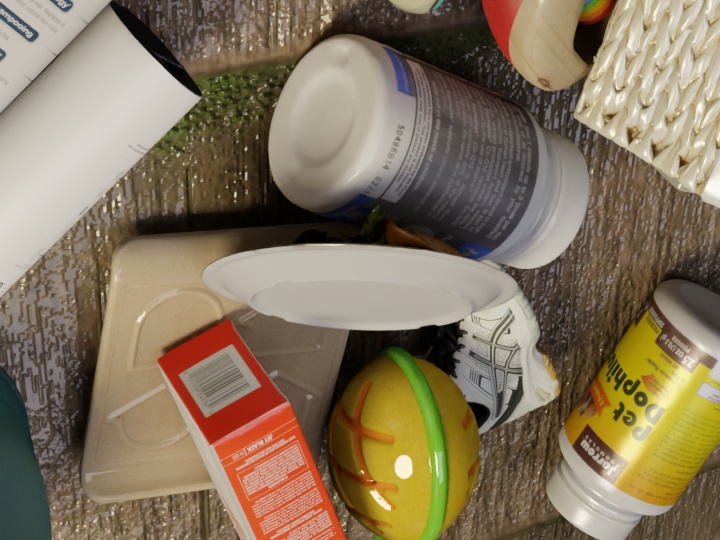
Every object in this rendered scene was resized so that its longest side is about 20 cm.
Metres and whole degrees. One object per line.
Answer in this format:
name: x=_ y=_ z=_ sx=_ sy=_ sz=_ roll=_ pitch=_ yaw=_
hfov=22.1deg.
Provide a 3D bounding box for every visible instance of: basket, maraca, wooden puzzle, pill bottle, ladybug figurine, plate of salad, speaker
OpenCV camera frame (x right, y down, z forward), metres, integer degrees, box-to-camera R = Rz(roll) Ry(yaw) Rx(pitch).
basket: x=0.235 y=-0.161 z=1.167 sx=0.135 sy=0.123 sz=0.201 roll=-30 pitch=145 yaw=-61
maraca: x=0.027 y=0.142 z=1.333 sx=0.106 sy=0.138 sz=0.201 roll=-7 pitch=142 yaw=-17
wooden puzzle: x=-0.098 y=0.057 z=1.263 sx=0.184 sy=0.046 sz=0.201 roll=-5 pitch=123 yaw=-28
pill bottle: x=0.049 y=-0.070 z=1.195 sx=0.199 sy=0.114 sz=0.114 roll=18 pitch=115 yaw=-39
pill bottle: x=0.230 y=0.114 z=1.455 sx=0.109 sy=0.109 sz=0.201 roll=14 pitch=117 yaw=-38
ladybug figurine: x=0.123 y=-0.184 z=1.137 sx=0.137 sy=0.072 sz=0.200 roll=-62 pitch=164 yaw=0
plate of salad: x=0.000 y=0.000 z=1.157 sx=0.198 sy=0.049 sz=0.200 roll=2 pitch=167 yaw=0
speaker: x=-0.187 y=-0.063 z=1.084 sx=0.200 sy=0.081 sz=0.081 roll=-43 pitch=135 yaw=8

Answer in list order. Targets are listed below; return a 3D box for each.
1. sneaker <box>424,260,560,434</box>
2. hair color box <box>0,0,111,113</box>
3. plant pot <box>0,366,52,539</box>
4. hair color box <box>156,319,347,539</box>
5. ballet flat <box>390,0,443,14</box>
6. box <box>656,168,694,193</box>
sneaker: x=0.083 y=0.053 z=1.342 sx=0.087 sy=0.076 sz=0.201 roll=-31 pitch=134 yaw=-4
hair color box: x=-0.230 y=-0.135 z=1.014 sx=0.200 sy=0.061 sz=0.100 roll=-43 pitch=135 yaw=8
plant pot: x=-0.277 y=0.176 z=1.149 sx=0.199 sy=0.188 sz=0.201 roll=-16 pitch=132 yaw=-19
hair color box: x=-0.064 y=0.141 z=1.243 sx=0.061 sy=0.102 sz=0.201 roll=-28 pitch=132 yaw=-11
ballet flat: x=0.063 y=-0.245 z=1.101 sx=0.069 sy=0.070 sz=0.201 roll=14 pitch=118 yaw=-38
box: x=0.278 y=-0.153 z=1.289 sx=0.094 sy=0.078 sz=0.201 roll=6 pitch=122 yaw=-34
